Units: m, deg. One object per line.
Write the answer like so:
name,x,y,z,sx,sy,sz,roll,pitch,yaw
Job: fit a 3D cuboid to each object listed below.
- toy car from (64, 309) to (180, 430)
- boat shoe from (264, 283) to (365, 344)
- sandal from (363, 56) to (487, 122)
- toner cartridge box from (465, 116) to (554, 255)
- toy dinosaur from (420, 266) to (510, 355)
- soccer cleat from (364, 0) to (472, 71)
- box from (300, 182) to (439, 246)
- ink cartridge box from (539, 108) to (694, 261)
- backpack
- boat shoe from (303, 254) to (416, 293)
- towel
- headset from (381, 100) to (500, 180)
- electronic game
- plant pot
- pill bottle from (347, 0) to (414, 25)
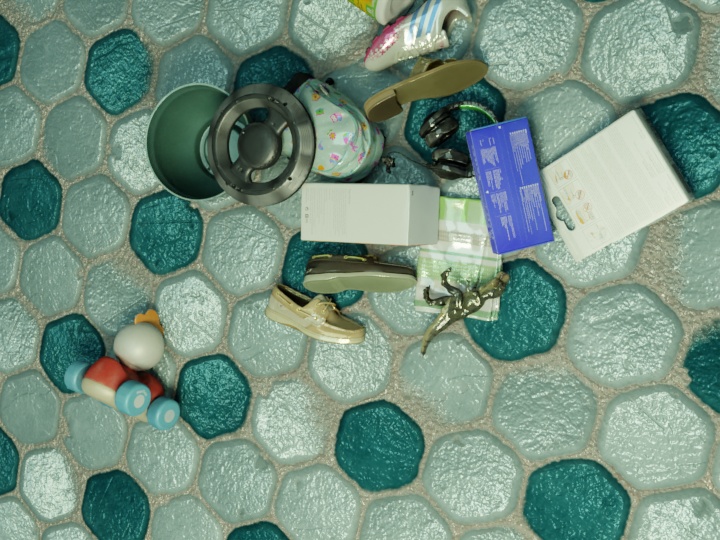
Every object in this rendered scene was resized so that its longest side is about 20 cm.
toy car,-0.426,0.176,1.513,0.184,0.177,0.201,13,70,33
boat shoe,-0.080,0.075,1.390,0.199,0.074,0.070,17,105,20
sandal,0.097,-0.319,1.285,0.211,0.078,0.070,-23,64,3
toner cartridge box,0.236,-0.133,1.242,0.094,0.043,0.201,-13,94,-2
toy dinosaur,0.148,0.050,1.286,0.200,0.047,0.088,-41,83,22
soccer cleat,0.095,-0.384,1.293,0.200,0.070,0.087,-38,78,19
box,0.016,-0.095,1.303,0.199,0.124,0.098,4,95,29
ink cartridge box,0.387,-0.128,1.220,0.200,0.050,0.163,-34,81,38
backpack,-0.061,-0.229,1.330,0.200,0.126,0.168,35,108,23
boat shoe,0.000,0.000,1.356,0.200,0.072,0.061,0,62,13
towel,0.166,-0.022,1.310,0.148,0.031,0.201,7,96,20
headset,0.134,-0.204,1.277,0.199,0.094,0.124,-17,87,10
electronic game,-0.165,-0.206,1.292,0.199,0.042,0.201,2,95,21
plant pot,-0.265,-0.224,1.407,0.199,0.134,0.202,1,94,14
pill bottle,-0.005,-0.506,1.303,0.200,0.111,0.111,38,106,15
